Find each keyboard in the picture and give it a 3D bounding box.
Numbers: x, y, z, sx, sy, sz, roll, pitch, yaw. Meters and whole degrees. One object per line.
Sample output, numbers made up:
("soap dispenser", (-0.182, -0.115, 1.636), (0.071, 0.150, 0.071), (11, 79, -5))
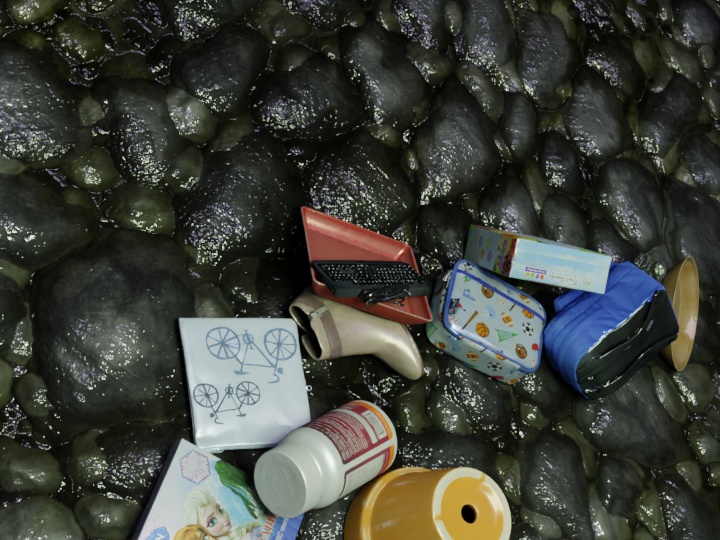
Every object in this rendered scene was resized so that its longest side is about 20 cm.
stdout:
("keyboard", (0.030, 0.008, 1.684), (0.199, 0.040, 0.104), (-2, 41, -44))

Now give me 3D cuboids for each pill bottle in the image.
("pill bottle", (-0.046, 0.254, 1.561), (0.199, 0.109, 0.110), (-19, 76, -52))

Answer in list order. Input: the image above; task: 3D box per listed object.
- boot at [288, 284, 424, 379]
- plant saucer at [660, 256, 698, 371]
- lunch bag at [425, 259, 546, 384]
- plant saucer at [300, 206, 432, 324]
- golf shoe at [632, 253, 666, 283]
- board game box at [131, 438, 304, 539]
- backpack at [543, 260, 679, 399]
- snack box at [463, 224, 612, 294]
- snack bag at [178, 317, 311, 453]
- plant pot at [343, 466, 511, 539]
("boot", (-0.012, 0.100, 1.705), (0.146, 0.070, 0.200), (-22, 66, -44))
("plant saucer", (0.553, 0.074, 2.034), (0.200, 0.035, 0.202), (-16, 109, -60))
("lunch bag", (0.200, 0.076, 1.851), (0.199, 0.076, 0.161), (30, 52, -16))
("plant saucer", (0.000, 0.000, 1.747), (0.198, 0.037, 0.201), (19, 30, -21))
("golf shoe", (0.461, 0.068, 2.009), (0.077, 0.088, 0.200), (36, 76, 15))
("board game box", (-0.189, 0.351, 1.496), (0.199, 0.041, 0.201), (30, 54, -15))
("backpack", (0.392, 0.100, 1.884), (0.200, 0.168, 0.163), (-43, 133, -6))
("snack box", (0.279, -0.019, 1.855), (0.167, 0.200, 0.068), (10, 97, -16))
("snack bag", (-0.157, 0.159, 1.625), (0.187, 0.021, 0.202), (2, 65, -30))
("plant pot", (0.105, 0.354, 1.583), (0.199, 0.183, 0.202), (14, 60, -25))
